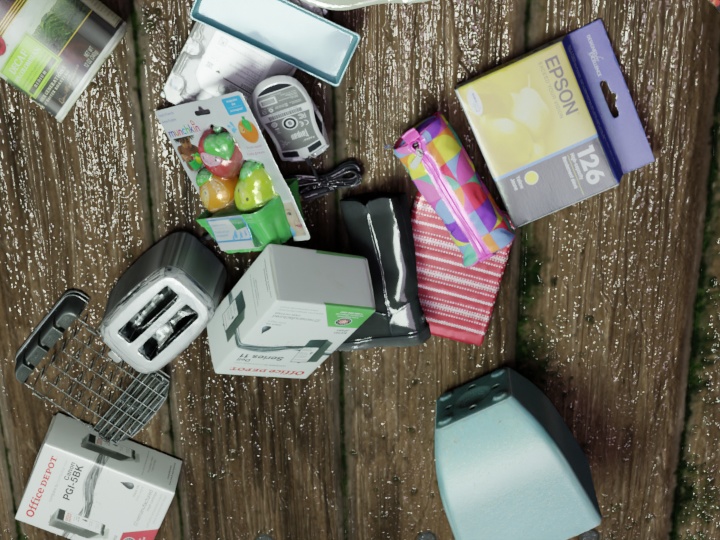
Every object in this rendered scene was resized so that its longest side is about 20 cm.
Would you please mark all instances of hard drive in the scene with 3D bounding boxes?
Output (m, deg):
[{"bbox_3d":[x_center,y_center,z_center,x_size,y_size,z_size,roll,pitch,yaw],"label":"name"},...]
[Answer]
[{"bbox_3d":[-0.144,-0.271,1.460,0.138,0.038,0.201,28,112,-12],"label":"hard drive"}]

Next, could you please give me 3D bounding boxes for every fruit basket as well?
[{"bbox_3d":[-0.164,-0.117,1.467,0.184,0.094,0.201,-2,127,47],"label":"fruit basket"}]

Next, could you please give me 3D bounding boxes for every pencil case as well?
[{"bbox_3d":[0.116,-0.102,1.498,0.088,0.089,0.201,-32,103,14],"label":"pencil case"}]

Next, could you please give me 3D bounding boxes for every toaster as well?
[{"bbox_3d":[-0.254,0.041,1.551,0.199,0.130,0.114,-40,110,16],"label":"toaster"}]

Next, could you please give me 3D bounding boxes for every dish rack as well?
[{"bbox_3d":[-0.368,0.142,1.640,0.199,0.055,0.154,38,111,-17],"label":"dish rack"}]

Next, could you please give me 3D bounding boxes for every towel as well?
[{"bbox_3d":[0.120,0.000,1.590,0.142,0.023,0.203,13,112,-3],"label":"towel"}]

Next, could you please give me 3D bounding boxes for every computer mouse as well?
[{"bbox_3d":[-0.075,-0.172,1.479,0.108,0.044,0.201,-15,133,9],"label":"computer mouse"}]

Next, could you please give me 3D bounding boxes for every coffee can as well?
[{"bbox_3d":[-0.391,-0.294,1.390,0.199,0.147,0.147,37,110,-16],"label":"coffee can"}]

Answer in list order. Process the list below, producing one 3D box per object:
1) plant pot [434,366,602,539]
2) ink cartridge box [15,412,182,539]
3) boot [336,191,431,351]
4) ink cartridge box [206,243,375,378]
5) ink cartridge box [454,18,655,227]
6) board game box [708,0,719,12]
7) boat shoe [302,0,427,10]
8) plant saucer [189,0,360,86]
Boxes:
[{"bbox_3d":[0.193,0.255,1.621,0.194,0.197,0.202,-26,102,12],"label":"plant pot"},{"bbox_3d":[-0.376,0.315,1.700,0.198,0.083,0.148,22,113,-10],"label":"ink cartridge box"},{"bbox_3d":[0.001,0.000,1.563,0.162,0.066,0.203,-6,110,22],"label":"boot"},{"bbox_3d":[-0.093,0.058,1.517,0.145,0.084,0.200,6,147,-30],"label":"ink cartridge box"},{"bbox_3d":[0.246,-0.181,1.486,0.198,0.047,0.200,-23,105,13],"label":"ink cartridge box"},{"bbox_3d":[0.483,-0.393,1.393,0.164,0.057,0.200,36,110,-16],"label":"board game box"},{"bbox_3d":[0.005,-0.355,1.409,0.198,0.061,0.073,1,122,3],"label":"boat shoe"},{"bbox_3d":[-0.102,-0.294,1.420,0.198,0.019,0.071,23,112,-11],"label":"plant saucer"}]
